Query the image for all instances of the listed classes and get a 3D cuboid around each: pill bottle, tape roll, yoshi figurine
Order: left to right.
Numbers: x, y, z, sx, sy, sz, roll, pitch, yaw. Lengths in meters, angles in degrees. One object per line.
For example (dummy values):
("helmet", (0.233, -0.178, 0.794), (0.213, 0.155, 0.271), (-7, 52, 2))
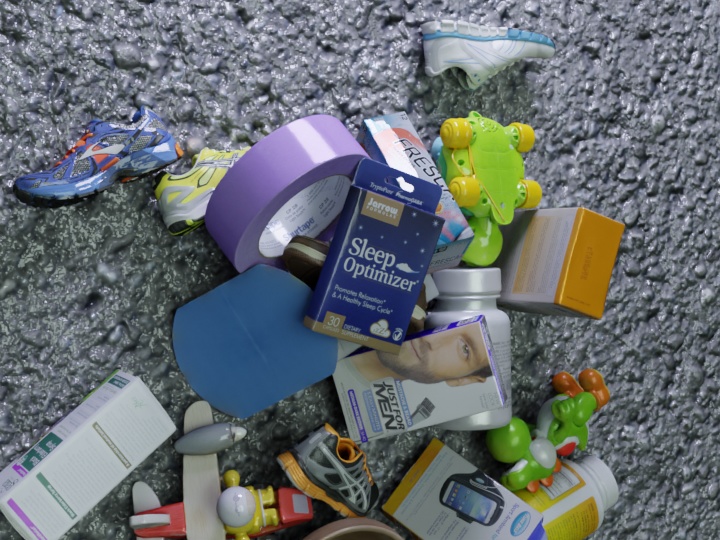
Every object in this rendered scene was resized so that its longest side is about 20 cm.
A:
("tape roll", (-0.080, -0.083, 1.343), (0.199, 0.201, 0.066), (-31, 70, -24))
("pill bottle", (0.139, 0.098, 1.515), (0.113, 0.114, 0.203), (-2, 93, -28))
("yoshi figurine", (0.241, 0.203, 1.572), (0.200, 0.111, 0.113), (-44, 145, -30))
("pill bottle", (0.253, 0.329, 1.587), (0.198, 0.109, 0.111), (-24, 103, -25))

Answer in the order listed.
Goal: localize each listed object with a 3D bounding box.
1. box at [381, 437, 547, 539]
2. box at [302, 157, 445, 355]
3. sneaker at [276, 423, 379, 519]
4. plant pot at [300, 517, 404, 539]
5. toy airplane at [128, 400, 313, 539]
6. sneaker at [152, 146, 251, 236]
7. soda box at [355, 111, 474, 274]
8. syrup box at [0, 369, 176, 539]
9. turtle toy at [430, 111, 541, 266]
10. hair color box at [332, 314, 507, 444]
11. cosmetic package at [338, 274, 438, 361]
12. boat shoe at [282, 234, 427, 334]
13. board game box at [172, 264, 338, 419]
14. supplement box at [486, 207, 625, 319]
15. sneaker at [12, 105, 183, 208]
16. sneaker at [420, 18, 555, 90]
("box", (0.139, 0.321, 1.496), (0.199, 0.042, 0.119), (35, 72, 19))
("box", (0.021, -0.015, 1.326), (0.120, 0.032, 0.203), (17, 93, -29))
("sneaker", (-0.021, 0.244, 1.416), (0.077, 0.078, 0.200), (-47, 146, 2))
("plant pot", (-0.032, 0.385, 1.433), (0.198, 0.093, 0.204), (-8, 110, -23))
("toy airplane", (-0.168, 0.277, 1.338), (0.200, 0.141, 0.200), (42, 60, -4))
("sneaker", (-0.153, -0.116, 1.375), (0.199, 0.075, 0.077), (-31, 89, -32))
("soda box", (0.062, -0.096, 1.437), (0.063, 0.069, 0.202), (-15, 63, -26))
("syrup box", (-0.310, 0.208, 1.295), (0.200, 0.078, 0.082), (-42, 110, -21))
("turtle toy", (0.153, -0.107, 1.516), (0.144, 0.101, 0.203), (0, 80, -34))
("hair color box", (0.071, 0.135, 1.440), (0.197, 0.065, 0.111), (-16, 91, 12))
("cosmetic package", (-0.011, 0.034, 1.455), (0.199, 0.071, 0.102), (-31, 104, -24))
("boat shoe", (-0.004, 0.001, 1.387), (0.201, 0.074, 0.076), (32, 61, -29))
("board game box", (-0.123, 0.077, 1.379), (0.198, 0.039, 0.159), (-28, 105, 16))
("supplement box", (0.245, -0.010, 1.520), (0.073, 0.199, 0.128), (18, 84, -24))
("sneaker", (-0.299, -0.125, 1.304), (0.199, 0.075, 0.079), (-26, 95, -33))
("sneaker", (0.167, -0.282, 1.550), (0.197, 0.075, 0.088), (0, 99, -21))
